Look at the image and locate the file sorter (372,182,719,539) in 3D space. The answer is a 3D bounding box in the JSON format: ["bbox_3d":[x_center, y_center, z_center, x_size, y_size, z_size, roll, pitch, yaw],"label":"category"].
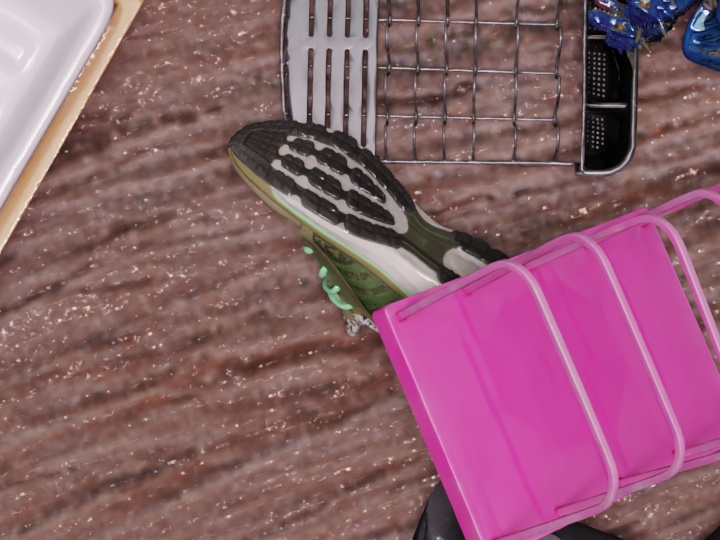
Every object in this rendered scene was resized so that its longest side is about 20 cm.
[{"bbox_3d":[0.138,0.041,1.118,0.199,0.125,0.140,-20,85,-37],"label":"file sorter"}]

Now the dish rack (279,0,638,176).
[{"bbox_3d":[0.053,-0.128,1.212,0.198,0.055,0.155,1,87,2],"label":"dish rack"}]

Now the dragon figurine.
[{"bbox_3d":[0.211,-0.138,1.190,0.199,0.059,0.100,22,79,-29],"label":"dragon figurine"}]

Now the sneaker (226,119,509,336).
[{"bbox_3d":[0.000,0.000,1.194,0.200,0.077,0.089,38,127,-2],"label":"sneaker"}]

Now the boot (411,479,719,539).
[{"bbox_3d":[0.134,0.152,1.189,0.198,0.066,0.165,11,44,22],"label":"boot"}]

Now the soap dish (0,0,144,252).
[{"bbox_3d":[-0.232,-0.100,1.207,0.157,0.081,0.201,30,89,3],"label":"soap dish"}]
